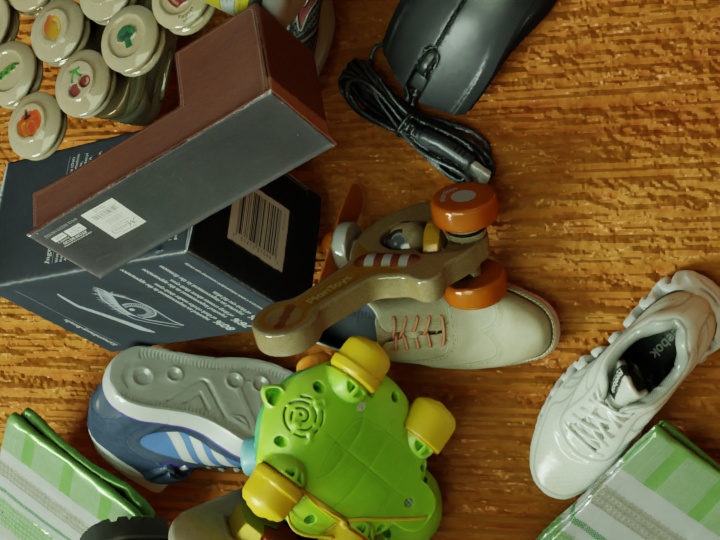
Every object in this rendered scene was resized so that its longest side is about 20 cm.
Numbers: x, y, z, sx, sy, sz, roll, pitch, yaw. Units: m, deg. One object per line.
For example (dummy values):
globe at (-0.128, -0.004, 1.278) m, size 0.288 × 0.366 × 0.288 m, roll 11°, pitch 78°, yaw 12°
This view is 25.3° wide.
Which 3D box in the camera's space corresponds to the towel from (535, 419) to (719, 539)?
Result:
towel at (0.204, 0.211, 1.149) m, size 0.149 × 0.031 × 0.200 m, roll 35°, pitch 115°, yaw -10°

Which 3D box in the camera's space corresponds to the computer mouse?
computer mouse at (0.070, -0.163, 1.104) m, size 0.138 × 0.053 × 0.201 m, roll 37°, pitch 117°, yaw 12°

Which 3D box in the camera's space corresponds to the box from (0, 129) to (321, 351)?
box at (-0.151, -0.021, 1.169) m, size 0.198 × 0.148 × 0.105 m, roll -8°, pitch 65°, yaw 32°

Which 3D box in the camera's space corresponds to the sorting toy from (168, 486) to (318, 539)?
sorting toy at (-0.031, 0.219, 1.180) m, size 0.184 × 0.200 × 0.037 m, roll 36°, pitch 103°, yaw 12°

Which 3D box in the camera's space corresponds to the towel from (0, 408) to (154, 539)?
towel at (-0.241, 0.212, 1.328) m, size 0.149 × 0.031 × 0.201 m, roll 34°, pitch 137°, yaw 10°

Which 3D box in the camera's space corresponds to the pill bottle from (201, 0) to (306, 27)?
pill bottle at (-0.118, -0.243, 1.037) m, size 0.198 × 0.112 × 0.113 m, roll 25°, pitch 114°, yaw 3°

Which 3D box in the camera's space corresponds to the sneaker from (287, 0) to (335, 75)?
sneaker at (-0.059, -0.207, 1.139) m, size 0.080 × 0.075 × 0.202 m, roll 21°, pitch 113°, yaw 18°

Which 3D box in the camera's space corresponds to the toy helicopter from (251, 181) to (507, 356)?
toy helicopter at (0.000, 0.000, 1.109) m, size 0.132 × 0.199 × 0.080 m, roll 22°, pitch 133°, yaw 43°

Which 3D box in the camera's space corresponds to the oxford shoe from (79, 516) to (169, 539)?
oxford shoe at (-0.116, 0.241, 1.238) m, size 0.073 × 0.198 × 0.085 m, roll -62°, pitch 38°, yaw 38°

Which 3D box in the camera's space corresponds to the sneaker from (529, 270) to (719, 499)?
sneaker at (0.176, 0.087, 1.112) m, size 0.075 × 0.081 × 0.201 m, roll 38°, pitch 118°, yaw 8°

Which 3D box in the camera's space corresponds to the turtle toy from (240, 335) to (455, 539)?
turtle toy at (-0.007, 0.141, 1.170) m, size 0.200 × 0.146 × 0.101 m, roll 43°, pitch 167°, yaw -28°

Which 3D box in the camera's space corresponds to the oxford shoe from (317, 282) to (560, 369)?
oxford shoe at (0.045, 0.045, 1.163) m, size 0.198 × 0.074 × 0.072 m, roll 1°, pitch 105°, yaw 25°

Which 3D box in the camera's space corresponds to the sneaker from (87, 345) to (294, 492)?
sneaker at (-0.120, 0.132, 1.277) m, size 0.198 × 0.081 × 0.147 m, roll 15°, pitch 147°, yaw -7°

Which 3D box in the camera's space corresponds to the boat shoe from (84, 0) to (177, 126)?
boat shoe at (-0.160, -0.209, 1.194) m, size 0.072 × 0.065 × 0.202 m, roll 10°, pitch 91°, yaw 32°

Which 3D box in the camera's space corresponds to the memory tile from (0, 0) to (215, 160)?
memory tile at (-0.201, -0.188, 1.159) m, size 0.199 × 0.017 × 0.154 m, roll -37°, pitch 63°, yaw 18°

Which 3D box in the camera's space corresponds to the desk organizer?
desk organizer at (-0.120, -0.081, 1.033) m, size 0.199 × 0.072 × 0.078 m, roll -28°, pitch 53°, yaw 23°
